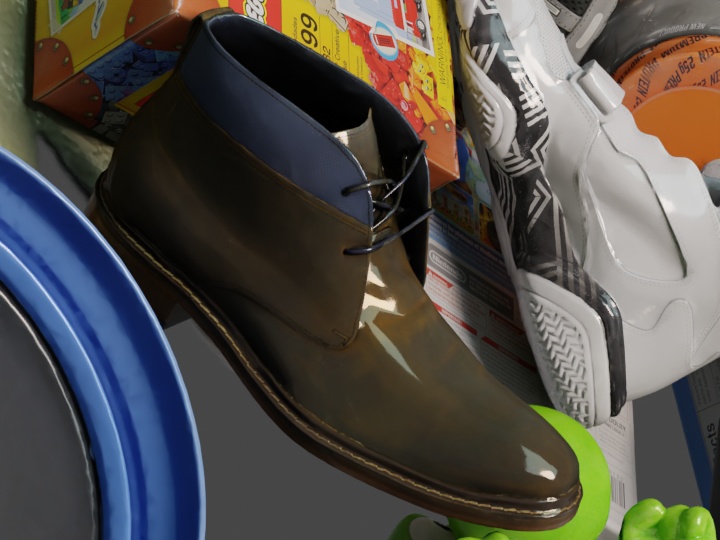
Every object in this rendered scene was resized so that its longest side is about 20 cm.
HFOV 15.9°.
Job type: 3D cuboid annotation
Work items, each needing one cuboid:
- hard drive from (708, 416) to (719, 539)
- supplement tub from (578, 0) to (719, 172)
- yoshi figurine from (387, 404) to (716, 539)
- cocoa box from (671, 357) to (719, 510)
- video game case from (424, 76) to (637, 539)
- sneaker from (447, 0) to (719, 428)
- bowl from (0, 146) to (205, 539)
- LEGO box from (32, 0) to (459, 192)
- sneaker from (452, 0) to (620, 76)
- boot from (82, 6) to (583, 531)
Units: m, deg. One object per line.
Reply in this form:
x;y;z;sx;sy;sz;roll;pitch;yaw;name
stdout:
0.200;0.141;1.000;0.042;0.136;0.200;-14;35;-25;hard drive
0.154;-0.091;1.127;0.123;0.122;0.200;50;25;-17;supplement tub
0.076;0.107;0.864;0.112;0.200;0.113;-40;124;-14;yoshi figurine
0.248;0.056;1.167;0.199;0.131;0.134;11;59;-48;cocoa box
0.063;0.002;1.065;0.143;0.018;0.201;33;44;-35;video game case
0.105;-0.047;1.005;0.075;0.114;0.201;-115;-171;-83;sneaker
-0.130;0.049;0.766;0.200;0.039;0.202;31;45;-37;bowl
-0.043;-0.130;0.965;0.149;0.077;0.201;28;47;-40;LEGO box
0.053;-0.158;1.094;0.078;0.077;0.201;10;47;-47;sneaker
0.000;0.000;0.840;0.199;0.097;0.075;33;32;13;boot
